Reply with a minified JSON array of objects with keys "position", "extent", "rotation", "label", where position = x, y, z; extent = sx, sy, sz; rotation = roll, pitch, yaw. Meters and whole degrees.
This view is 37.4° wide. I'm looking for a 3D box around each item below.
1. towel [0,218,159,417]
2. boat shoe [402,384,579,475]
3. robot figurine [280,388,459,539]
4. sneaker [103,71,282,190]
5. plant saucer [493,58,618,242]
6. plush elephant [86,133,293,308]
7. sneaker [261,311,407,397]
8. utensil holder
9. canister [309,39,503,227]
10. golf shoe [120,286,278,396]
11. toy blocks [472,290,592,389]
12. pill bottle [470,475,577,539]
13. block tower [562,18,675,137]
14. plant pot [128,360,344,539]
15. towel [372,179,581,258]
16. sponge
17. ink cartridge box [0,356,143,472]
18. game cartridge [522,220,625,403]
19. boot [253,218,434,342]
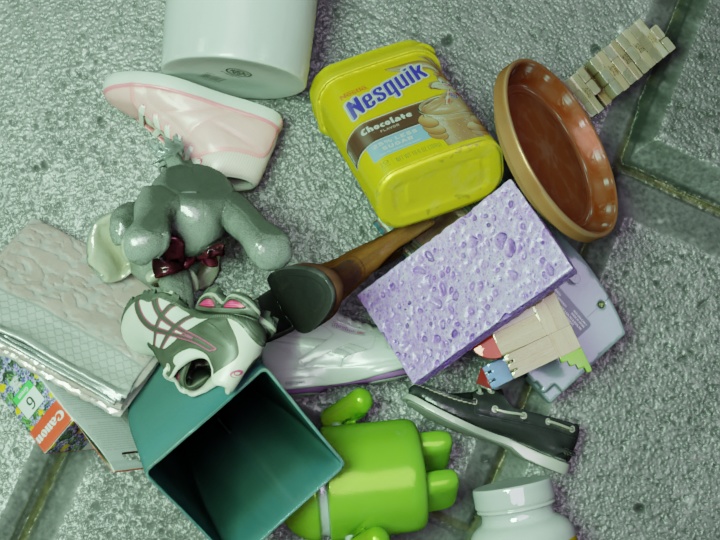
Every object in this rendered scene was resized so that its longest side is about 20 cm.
[{"position":[-0.288,0.039,1.082],"extent":[0.199,0.191,0.032],"rotation":[29,123,-4],"label":"towel"},{"position":[0.143,0.157,1.144],"extent":[0.199,0.074,0.061],"rotation":[23,81,-4],"label":"boat shoe"},{"position":[-0.001,0.217,1.102],"extent":[0.198,0.116,0.177],"rotation":[-5,60,-4],"label":"robot figurine"},{"position":[-0.191,-0.144,1.154],"extent":[0.199,0.075,0.106],"rotation":[15,76,-7],"label":"sneaker"},{"position":[0.197,-0.121,1.093],"extent":[0.032,0.200,0.202],"rotation":[-27,84,34],"label":"plant saucer"},{"position":[-0.186,-0.022,1.081],"extent":[0.163,0.156,0.200],"rotation":[-2,39,-28],"label":"plush elephant"},{"position":[-0.011,0.076,1.141],"extent":[0.198,0.075,0.101],"rotation":[-7,79,-7],"label":"sneaker"},{"position":[-0.124,-0.301,1.136],"extent":[0.168,0.170,0.202],"rotation":[5,84,-4],"label":"utensil holder"},{"position":[0.047,-0.145,1.114],"extent":[0.147,0.087,0.201],"rotation":[-20,45,-9],"label":"canister"},{"position":[-0.167,0.067,0.982],"extent":[0.077,0.199,0.089],"rotation":[41,58,-34],"label":"golf shoe"},{"position":[0.133,0.040,1.102],"extent":[0.136,0.100,0.201],"rotation":[-26,82,6],"label":"toy blocks"},{"position":[0.176,0.321,1.105],"extent":[0.111,0.112,0.202],"rotation":[-10,83,-6],"label":"pill bottle"},{"position":[0.260,-0.204,1.210],"extent":[0.200,0.058,0.054],"rotation":[-39,88,-10],"label":"block tower"},{"position":[-0.141,0.149,1.050],"extent":[0.141,0.200,0.142],"rotation":[-40,120,-7],"label":"plant pot"},{"position":[0.132,-0.031,1.193],"extent":[0.147,0.022,0.200],"rotation":[-44,88,-9],"label":"towel"},{"position":[0.103,0.014,1.059],"extent":[0.200,0.030,0.112],"rotation":[-37,70,15],"label":"sponge"},{"position":[-0.288,0.140,1.063],"extent":[0.050,0.109,0.200],"rotation":[-48,70,10],"label":"ink cartridge box"},{"position":[0.186,0.026,1.160],"extent":[0.133,0.042,0.200],"rotation":[-40,85,-12],"label":"game cartridge"},{"position":[0.000,0.000,1.069],"extent":[0.199,0.188,0.069],"rotation":[-28,81,-26],"label":"boot"}]
